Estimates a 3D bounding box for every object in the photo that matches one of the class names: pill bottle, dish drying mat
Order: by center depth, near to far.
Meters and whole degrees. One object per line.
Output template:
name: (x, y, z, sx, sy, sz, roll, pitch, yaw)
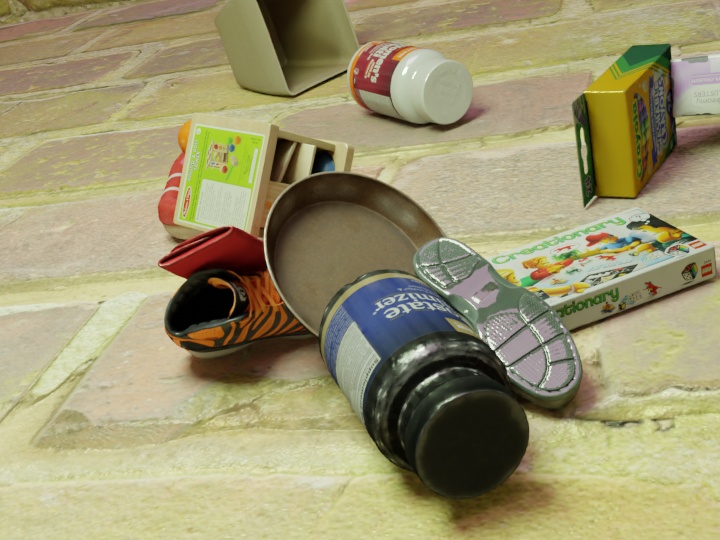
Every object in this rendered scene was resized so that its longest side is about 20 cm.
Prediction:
pill bottle: (0.046, 0.083, 0.776, 0.112, 0.112, 0.200, -18, 26, -12)
dish drying mat: (-0.118, -0.006, 0.968, 0.077, 0.018, 0.200, -25, -15, 9)
pill bottle: (0.073, -0.279, 1.524, 0.109, 0.110, 0.200, -24, 27, -24)

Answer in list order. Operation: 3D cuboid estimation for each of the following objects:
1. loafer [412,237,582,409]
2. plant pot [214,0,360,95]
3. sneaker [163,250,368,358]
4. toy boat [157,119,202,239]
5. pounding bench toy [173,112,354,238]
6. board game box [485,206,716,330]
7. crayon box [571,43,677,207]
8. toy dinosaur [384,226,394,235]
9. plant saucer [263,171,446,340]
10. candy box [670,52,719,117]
loafer: (0.118, 0.048, 0.866, 0.072, 0.063, 0.200, -30, 50, -12)
plant pot: (-0.148, -0.434, 1.874, 0.177, 0.200, 0.200, -1, 25, 48)
sneaker: (-0.087, 0.027, 0.945, 0.199, 0.078, 0.112, -23, -14, -1)
toy boat: (-0.198, -0.133, 1.316, 0.130, 0.131, 0.200, -11, 25, 2)
pounding bench toy: (-0.108, -0.059, 1.148, 0.124, 0.201, 0.156, 14, 4, 39)
board game box: (0.211, 0.001, 0.962, 0.199, 0.035, 0.126, -19, 25, -13)
crayon box: (0.306, -0.167, 1.164, 0.051, 0.126, 0.200, 6, 31, 34)
toy dinosaur: (0.003, -0.024, 1.051, 0.088, 0.048, 0.200, 9, 0, 25)
plant saucer: (0.000, 0.000, 0.940, 0.200, 0.200, 0.034, -36, -9, -41)
candy box: (0.490, -0.226, 1.195, 0.200, 0.072, 0.167, -14, 13, -39)
